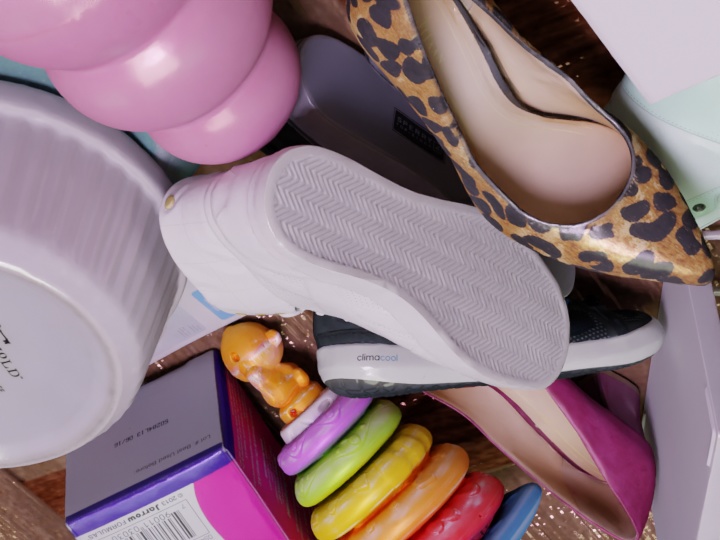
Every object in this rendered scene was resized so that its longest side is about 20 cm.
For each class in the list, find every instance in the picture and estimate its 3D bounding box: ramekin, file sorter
[{"bbox_3d":[-0.186,0.011,0.961,0.201,0.095,0.203,2,137,2],"label":"ramekin"},{"bbox_3d":[0.227,0.087,1.080,0.124,0.139,0.201,-2,140,-1],"label":"file sorter"}]

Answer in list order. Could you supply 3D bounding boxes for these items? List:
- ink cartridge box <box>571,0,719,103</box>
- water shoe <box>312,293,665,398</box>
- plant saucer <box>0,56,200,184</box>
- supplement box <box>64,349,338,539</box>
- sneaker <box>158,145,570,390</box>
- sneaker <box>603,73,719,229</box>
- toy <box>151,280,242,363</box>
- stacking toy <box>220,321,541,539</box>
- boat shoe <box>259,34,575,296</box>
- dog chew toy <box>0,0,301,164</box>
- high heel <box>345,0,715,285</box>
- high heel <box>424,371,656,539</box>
[{"bbox_3d":[0.119,-0.195,0.736,0.145,0.147,0.200,-23,134,25],"label":"ink cartridge box"},{"bbox_3d":[0.071,0.019,1.047,0.199,0.080,0.071,-4,174,-26],"label":"water shoe"},{"bbox_3d":[-0.168,-0.076,0.962,0.198,0.036,0.201,2,137,2],"label":"plant saucer"},{"bbox_3d":[-0.077,0.163,1.157,0.101,0.104,0.201,-25,121,8],"label":"supplement box"},{"bbox_3d":[0.000,0.000,0.953,0.199,0.074,0.115,31,158,-33],"label":"sneaker"},{"bbox_3d":[0.202,-0.048,0.964,0.200,0.074,0.118,29,127,-16],"label":"sneaker"},{"bbox_3d":[-0.169,0.044,1.104,0.199,0.047,0.115,-24,135,28],"label":"toy"},{"bbox_3d":[-0.006,0.105,1.124,0.200,0.110,0.116,47,129,-2],"label":"stacking toy"},{"bbox_3d":[0.021,-0.039,0.989,0.199,0.070,0.066,32,139,-31],"label":"boat shoe"},{"bbox_3d":[-0.095,-0.118,0.854,0.124,0.125,0.200,-20,140,23],"label":"dog chew toy"},{"bbox_3d":[0.076,-0.062,0.863,0.200,0.072,0.143,37,174,7],"label":"high heel"},{"bbox_3d":[0.080,0.079,1.102,0.199,0.097,0.067,19,137,-21],"label":"high heel"}]
